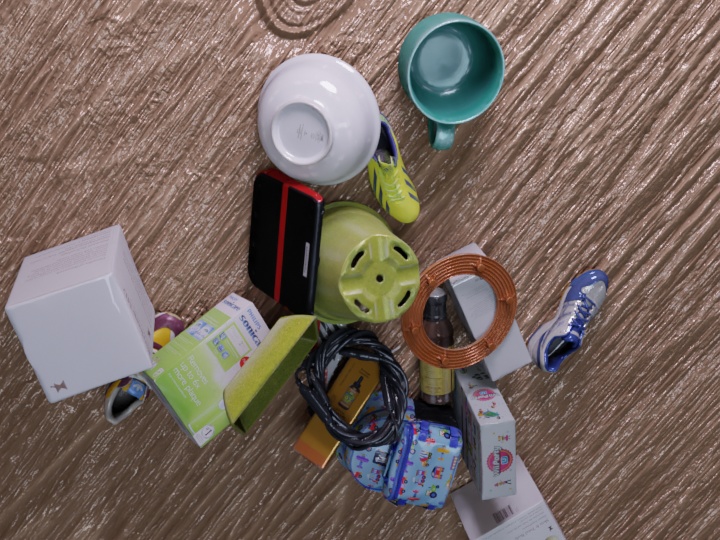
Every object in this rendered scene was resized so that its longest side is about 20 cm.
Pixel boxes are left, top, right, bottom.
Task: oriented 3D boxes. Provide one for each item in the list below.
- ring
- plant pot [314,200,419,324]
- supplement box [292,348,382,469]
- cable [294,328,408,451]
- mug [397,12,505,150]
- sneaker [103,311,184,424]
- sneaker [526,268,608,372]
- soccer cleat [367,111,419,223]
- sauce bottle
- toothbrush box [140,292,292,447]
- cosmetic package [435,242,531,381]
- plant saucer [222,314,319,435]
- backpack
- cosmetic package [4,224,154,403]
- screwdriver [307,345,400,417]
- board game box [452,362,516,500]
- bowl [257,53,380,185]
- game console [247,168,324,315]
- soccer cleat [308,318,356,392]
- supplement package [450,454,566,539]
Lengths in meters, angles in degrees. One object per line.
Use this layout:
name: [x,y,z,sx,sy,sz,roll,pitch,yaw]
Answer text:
ring: [0.160,0.069,1.610,0.197,0.019,0.203,-7,114,-16]
plant pot: [0.000,0.000,1.567,0.197,0.184,0.204,-3,99,-19]
supplement box: [-0.033,0.233,1.710,0.066,0.069,0.201,33,87,7]
cable: [-0.001,0.197,1.660,0.163,0.051,0.201,-40,89,-12]
mug: [0.122,-0.298,1.534,0.151,0.115,0.186,35,103,-21]
sneaker: [-0.350,0.163,1.649,0.074,0.090,0.201,29,105,-20]
sneaker: [0.372,0.093,1.753,0.075,0.088,0.201,29,103,-18]
soccer cleat: [0.043,-0.156,1.593,0.064,0.084,0.202,-23,114,0]
sauce bottle: [0.131,0.128,1.737,0.064,0.065,0.203,-5,111,-8]
toothbrush box: [-0.232,0.158,1.635,0.199,0.086,0.147,-39,117,-20]
cosmetic package: [0.207,0.069,1.701,0.080,0.113,0.202,-24,112,-1]
plant saucer: [-0.143,0.152,1.554,0.048,0.200,0.201,37,79,7]
backpack: [0.061,0.310,1.762,0.197,0.135,0.185,15,108,-13]
cosmetic package: [-0.417,0.062,1.536,0.164,0.200,0.169,-18,115,-2]
screwdriver: [-0.012,0.189,1.755,0.199,0.028,0.029,-40,142,9]
board game box: [0.209,0.271,1.734,0.063,0.200,0.150,-7,114,-6]
bowl: [-0.075,-0.213,1.507,0.198,0.090,0.204,6,112,15]
game console: [-0.115,-0.043,1.567,0.031,0.176,0.203,-12,118,-38]
soccer cleat: [-0.047,0.126,1.703,0.084,0.069,0.203,1,107,-6]
supplement package: [0.288,0.486,1.862,0.151,0.151,0.201,-30,114,2]
